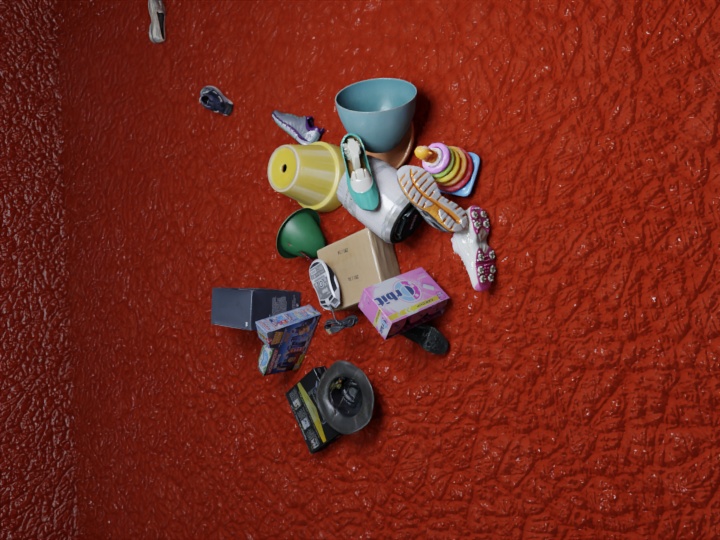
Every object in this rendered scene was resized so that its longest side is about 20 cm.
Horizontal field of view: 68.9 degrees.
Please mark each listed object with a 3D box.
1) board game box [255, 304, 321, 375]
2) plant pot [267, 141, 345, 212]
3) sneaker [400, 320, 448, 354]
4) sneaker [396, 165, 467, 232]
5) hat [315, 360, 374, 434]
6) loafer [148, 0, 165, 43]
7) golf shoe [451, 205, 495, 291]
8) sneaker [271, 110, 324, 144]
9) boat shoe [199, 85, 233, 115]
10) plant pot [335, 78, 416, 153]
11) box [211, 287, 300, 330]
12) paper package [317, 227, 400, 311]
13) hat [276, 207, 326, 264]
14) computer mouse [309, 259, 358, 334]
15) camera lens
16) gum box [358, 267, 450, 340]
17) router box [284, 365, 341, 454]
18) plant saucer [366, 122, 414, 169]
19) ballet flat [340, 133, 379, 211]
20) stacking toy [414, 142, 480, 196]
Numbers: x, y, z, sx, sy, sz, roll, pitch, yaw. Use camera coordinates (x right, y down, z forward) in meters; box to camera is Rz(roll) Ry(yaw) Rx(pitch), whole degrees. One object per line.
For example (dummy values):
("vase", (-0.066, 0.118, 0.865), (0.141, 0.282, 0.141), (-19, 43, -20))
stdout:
("board game box", (-0.233, 0.204, 1.540), (0.062, 0.199, 0.201), (34, 109, 34))
("plant pot", (-0.154, -0.276, 1.499), (0.200, 0.188, 0.203), (-2, 86, 40))
("sneaker", (0.127, 0.143, 1.328), (0.199, 0.104, 0.060), (26, 95, 0))
("sneaker", (0.153, -0.156, 1.207), (0.200, 0.078, 0.077), (46, 165, -4))
("hat", (-0.025, 0.348, 1.438), (0.199, 0.081, 0.202), (-10, 73, 35))
("loafer", (-0.834, -1.050, 2.178), (0.062, 0.072, 0.202), (8, 100, 23))
("golf shoe", (0.261, -0.046, 1.230), (0.091, 0.075, 0.202), (-18, 71, 49))
("sneaker", (-0.190, -0.453, 1.623), (0.200, 0.074, 0.088), (44, 101, 22))
("boat shoe", (-0.549, -0.628, 1.901), (0.200, 0.092, 0.075), (36, 110, 35))
("plant pot", (0.044, -0.376, 1.312), (0.199, 0.200, 0.135), (30, 144, 36))
("box", (-0.321, 0.115, 1.617), (0.196, 0.199, 0.119), (3, 90, 39))
("paper package", (0.000, 0.000, 1.416), (0.199, 0.103, 0.192), (-23, 74, 38))
("hat", (-0.119, -0.058, 1.497), (0.176, 0.200, 0.166), (37, 85, 28))
("computer mouse", (-0.076, 0.064, 1.387), (0.109, 0.044, 0.202), (-27, 77, 41))
("camera lens", (0.060, -0.177, 1.320), (0.200, 0.160, 0.161), (40, 113, 23))
("gum box", (0.110, 0.074, 1.268), (0.114, 0.199, 0.066), (49, 142, 29))
("router box", (-0.124, 0.408, 1.538), (0.157, 0.052, 0.201), (-43, 63, 31))
("plant saucer", (0.066, -0.351, 1.416), (0.199, 0.037, 0.202), (-2, 86, 39))
("ballet flat", (-0.008, -0.236, 1.231), (0.067, 0.070, 0.202), (-17, 70, 3))
("stacking toy", (0.181, -0.250, 1.206), (0.115, 0.199, 0.111), (18, 94, 36))
